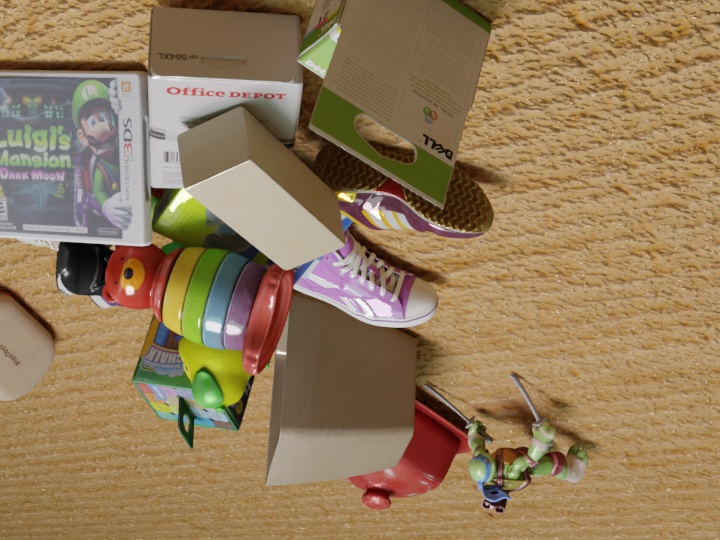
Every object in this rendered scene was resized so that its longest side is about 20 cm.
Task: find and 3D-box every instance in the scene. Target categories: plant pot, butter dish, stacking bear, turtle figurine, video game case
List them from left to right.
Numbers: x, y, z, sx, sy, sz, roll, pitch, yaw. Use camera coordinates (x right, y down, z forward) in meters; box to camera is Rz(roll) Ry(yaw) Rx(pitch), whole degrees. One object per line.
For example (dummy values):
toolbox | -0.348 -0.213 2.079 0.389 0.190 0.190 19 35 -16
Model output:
video game case | -0.315 -0.122 1.558 0.198 0.184 0.023 4 -170 23
stacking bear | -0.181 0.023 1.566 0.198 0.123 0.114 17 -175 7
plant pot | -0.023 0.164 1.898 0.175 0.202 0.200 6 153 -7
butter dish | 0.037 0.272 2.086 0.199 0.149 0.198 35 148 -32
turtle figurine | 0.218 0.225 1.984 0.144 0.202 0.193 -36 147 30

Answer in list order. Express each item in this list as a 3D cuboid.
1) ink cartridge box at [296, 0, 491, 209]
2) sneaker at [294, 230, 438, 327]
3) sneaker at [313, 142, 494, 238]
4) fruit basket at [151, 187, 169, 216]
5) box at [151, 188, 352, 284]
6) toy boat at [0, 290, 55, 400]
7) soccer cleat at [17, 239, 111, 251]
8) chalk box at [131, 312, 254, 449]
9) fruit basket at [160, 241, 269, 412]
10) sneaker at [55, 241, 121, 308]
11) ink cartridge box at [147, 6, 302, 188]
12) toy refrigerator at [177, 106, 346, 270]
ink cartridge box | 0.019 -0.160 1.256 0.147 0.202 0.076 30 150 -24
sneaker | 0.000 0.001 1.699 0.198 0.073 0.115 15 149 2
sneaker | 0.046 -0.076 1.542 0.198 0.075 0.090 21 158 7
fruit basket | -0.242 -0.101 1.622 0.198 0.095 0.186 0 148 22
box | -0.115 -0.053 1.596 0.199 0.048 0.122 26 127 -22
toy boat | -0.548 0.100 2.148 0.130 0.131 0.200 34 166 38
soccer cleat | -0.373 -0.051 1.796 0.198 0.078 0.069 -6 145 37
chalk box | -0.214 0.130 1.907 0.123 0.202 0.125 8 151 15
fruit basket | -0.174 0.064 1.744 0.154 0.217 0.216 25 156 18
sneaker | -0.284 -0.001 1.681 0.087 0.077 0.200 4 172 12
ink cartridge box | -0.135 -0.164 1.425 0.144 0.085 0.200 2 152 -7
toy refrigerator | -0.095 -0.079 1.429 0.075 0.071 0.200 -22 150 19
